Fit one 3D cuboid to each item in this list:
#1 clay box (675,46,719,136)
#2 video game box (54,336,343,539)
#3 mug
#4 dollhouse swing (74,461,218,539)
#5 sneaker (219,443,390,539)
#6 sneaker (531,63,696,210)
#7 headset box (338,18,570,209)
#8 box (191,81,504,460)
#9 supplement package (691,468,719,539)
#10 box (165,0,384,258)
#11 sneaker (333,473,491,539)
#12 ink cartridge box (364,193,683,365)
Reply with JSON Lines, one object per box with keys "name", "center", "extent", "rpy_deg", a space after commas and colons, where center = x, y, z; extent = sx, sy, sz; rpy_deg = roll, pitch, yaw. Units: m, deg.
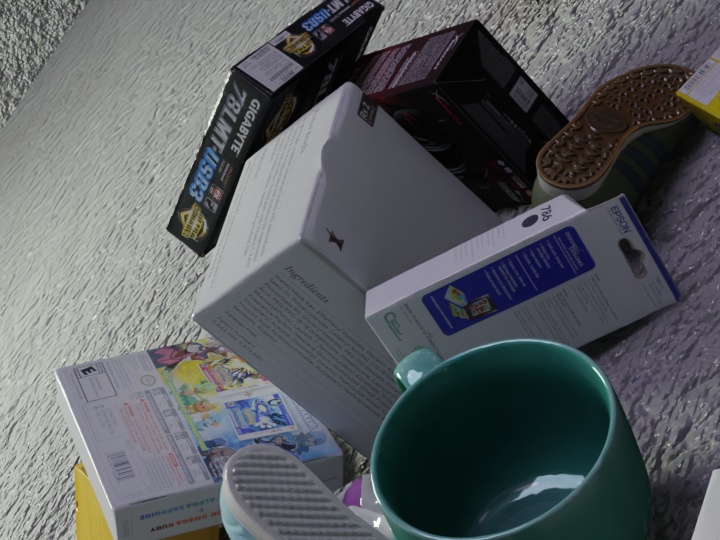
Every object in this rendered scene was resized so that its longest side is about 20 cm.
{"name": "clay box", "center": [0.306, -0.125, 1.028], "extent": [0.115, 0.048, 0.200], "rpy_deg": [-46, 24, 6]}
{"name": "video game box", "center": [-0.132, 0.126, 1.200], "extent": [0.181, 0.047, 0.200], "rpy_deg": [-13, 32, -18]}
{"name": "mug", "center": [0.095, 0.123, 0.903], "extent": [0.151, 0.115, 0.186], "rpy_deg": [-14, 37, 18]}
{"name": "dollhouse swing", "center": [-0.133, 0.225, 1.280], "extent": [0.200, 0.175, 0.183], "rpy_deg": [13, 105, 63]}
{"name": "sneaker", "center": [-0.018, 0.203, 0.986], "extent": [0.074, 0.200, 0.082], "rpy_deg": [-30, -22, -27]}
{"name": "sneaker", "center": [0.188, -0.079, 1.136], "extent": [0.067, 0.090, 0.200], "rpy_deg": [29, 45, 26]}
{"name": "headset box", "center": [0.071, -0.124, 1.310], "extent": [0.200, 0.149, 0.075], "rpy_deg": [-4, 47, 57]}
{"name": "box", "center": [0.000, 0.000, 1.183], "extent": [0.130, 0.200, 0.200], "rpy_deg": [-34, 27, 34]}
{"name": "supplement package", "center": [0.243, 0.149, 0.642], "extent": [0.199, 0.109, 0.114], "rpy_deg": [-19, 37, 49]}
{"name": "box", "center": [-0.074, -0.134, 1.340], "extent": [0.198, 0.050, 0.201], "rpy_deg": [-43, -14, -47]}
{"name": "sneaker", "center": [0.038, 0.149, 1.057], "extent": [0.199, 0.078, 0.140], "rpy_deg": [-6, 45, 45]}
{"name": "ink cartridge box", "center": [0.111, 0.017, 1.043], "extent": [0.199, 0.100, 0.039], "rpy_deg": [-25, 29, 17]}
